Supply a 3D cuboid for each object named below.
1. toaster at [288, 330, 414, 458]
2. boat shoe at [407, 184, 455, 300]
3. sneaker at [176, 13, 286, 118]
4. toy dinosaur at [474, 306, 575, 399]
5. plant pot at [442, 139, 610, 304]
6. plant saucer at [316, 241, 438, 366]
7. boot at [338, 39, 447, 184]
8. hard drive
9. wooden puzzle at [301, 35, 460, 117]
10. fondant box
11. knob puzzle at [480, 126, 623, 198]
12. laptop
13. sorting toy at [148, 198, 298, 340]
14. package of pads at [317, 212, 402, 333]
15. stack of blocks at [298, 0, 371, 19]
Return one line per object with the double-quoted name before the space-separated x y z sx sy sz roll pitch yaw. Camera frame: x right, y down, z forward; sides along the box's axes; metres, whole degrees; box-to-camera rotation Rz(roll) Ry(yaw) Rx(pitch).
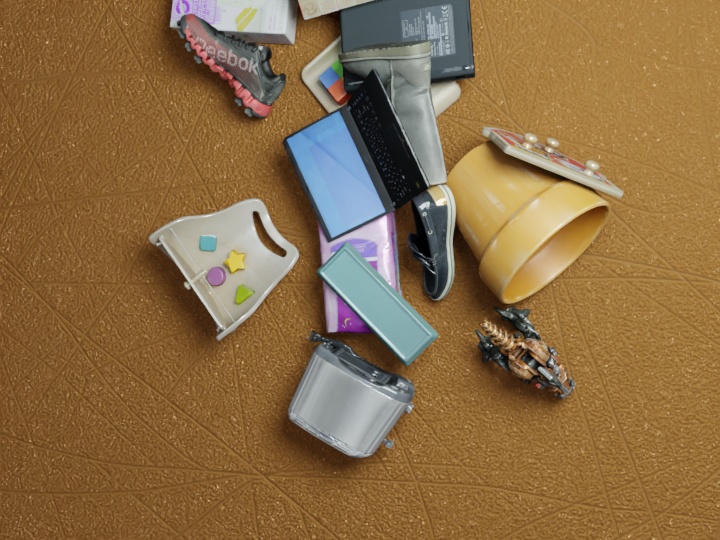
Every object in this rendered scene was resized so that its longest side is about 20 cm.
"toaster" -0.024 0.196 1.155 0.200 0.114 0.129 29 97 8
"boat shoe" 0.102 -0.036 1.112 0.062 0.200 0.075 -16 42 -14
"sneaker" -0.198 -0.342 1.189 0.098 0.071 0.200 -41 101 20
"toy dinosaur" 0.242 0.117 1.087 0.102 0.136 0.200 -32 126 -5
"plant pot" 0.221 -0.085 1.079 0.200 0.200 0.183 -43 67 8
"plant saucer" 0.023 0.050 1.118 0.070 0.019 0.200 -45 83 7
"boot" 0.047 -0.226 1.089 0.182 0.073 0.200 18 127 48
"hard drive" 0.069 -0.351 1.136 0.200 0.033 0.140 -4 86 13
"wooden puzzle" 0.028 -0.298 1.180 0.185 0.046 0.200 -39 83 8
"fondant box" -0.202 -0.454 1.220 0.200 0.058 0.144 7 91 12
"knob puzzle" 0.265 -0.172 1.060 0.220 0.220 0.030 26 109 10
"laptop" -0.013 -0.156 1.066 0.103 0.200 0.177 -25 89 -20
"sorting toy" -0.202 -0.019 1.203 0.180 0.107 0.200 -36 83 2
"package of pads" 0.000 0.000 1.170 0.120 0.076 0.200 -5 89 13
"stack of blocks" 0.002 -0.461 1.147 0.200 0.115 0.059 -11 131 11
